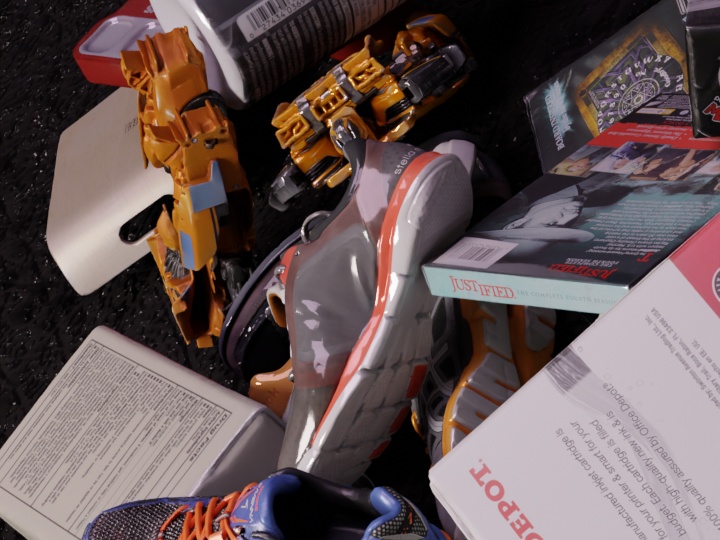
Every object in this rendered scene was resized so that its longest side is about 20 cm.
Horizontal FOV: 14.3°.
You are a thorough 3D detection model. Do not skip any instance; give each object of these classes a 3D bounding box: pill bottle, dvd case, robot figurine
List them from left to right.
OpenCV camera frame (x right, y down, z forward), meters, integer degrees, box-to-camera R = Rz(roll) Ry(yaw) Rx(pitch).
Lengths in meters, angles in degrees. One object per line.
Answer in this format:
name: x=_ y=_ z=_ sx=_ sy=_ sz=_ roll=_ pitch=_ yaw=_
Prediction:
robot figurine: x=-0.099 y=-0.039 z=1.728 sx=0.058 sy=0.200 sz=0.145 roll=-14 pitch=44 yaw=-10
pill bottle: x=-0.023 y=-0.192 z=1.738 sx=0.200 sy=0.106 sz=0.106 roll=-35 pitch=30 yaw=-14
robot figurine: x=0.004 y=-0.100 z=1.706 sx=0.145 sy=0.058 sz=0.200 roll=-37 pitch=2 yaw=15
dvd case: x=0.147 y=-0.037 z=1.467 sx=0.146 sy=0.022 sz=0.200 roll=5 pitch=32 yaw=47

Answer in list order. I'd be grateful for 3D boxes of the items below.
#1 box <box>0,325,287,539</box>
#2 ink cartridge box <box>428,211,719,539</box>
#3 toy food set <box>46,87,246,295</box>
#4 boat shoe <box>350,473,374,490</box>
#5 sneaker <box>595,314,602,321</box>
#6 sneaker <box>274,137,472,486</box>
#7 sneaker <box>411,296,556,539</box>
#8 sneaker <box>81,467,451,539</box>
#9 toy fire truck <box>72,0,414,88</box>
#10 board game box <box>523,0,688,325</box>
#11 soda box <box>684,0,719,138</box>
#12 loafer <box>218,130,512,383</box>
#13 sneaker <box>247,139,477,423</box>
box: x=-0.108 y=0.130 z=1.623 sx=0.128 sy=0.109 sz=0.200 roll=-52 pitch=33 yaw=-10
ink cartridge box: x=0.154 y=0.090 z=1.335 sx=0.200 sy=0.084 sz=0.144 roll=-41 pitch=65 yaw=7
toy food set: x=-0.136 y=-0.079 z=1.943 sx=0.143 sy=0.060 sz=0.200 roll=-35 pitch=25 yaw=18
boat shoe: x=-0.008 y=0.187 z=1.491 sx=0.063 sy=0.071 sz=0.200 roll=-12 pitch=47 yaw=29
sneaker: x=0.129 y=0.056 z=1.459 sx=0.071 sy=0.073 sz=0.201 roll=-16 pitch=47 yaw=31
sneaker: x=-0.009 y=0.023 z=1.502 sx=0.082 sy=0.077 sz=0.201 roll=24 pitch=95 yaw=26
sneaker: x=0.062 y=0.078 z=1.529 sx=0.077 sy=0.078 sz=0.200 roll=-42 pitch=26 yaw=35
sneaker: x=-0.049 y=0.132 z=1.450 sx=0.199 sy=0.079 sz=0.076 roll=-3 pitch=49 yaw=17
toy fire truck: x=-0.070 y=-0.169 z=1.857 sx=0.200 sy=0.112 sz=0.168 roll=12 pitch=51 yaw=40
board game box: x=0.164 y=-0.069 z=1.602 sx=0.135 sy=0.028 sz=0.200 roll=-34 pitch=35 yaw=20
soda box: x=0.210 y=-0.138 z=1.521 sx=0.070 sy=0.064 sz=0.200 roll=-2 pitch=26 yaw=10
loafer: x=0.003 y=-0.001 z=1.677 sx=0.200 sy=0.072 sz=0.063 roll=-41 pitch=40 yaw=0
sneaker: x=0.000 y=0.000 z=1.597 sx=0.073 sy=0.084 sz=0.200 roll=103 pitch=-167 yaw=-65
